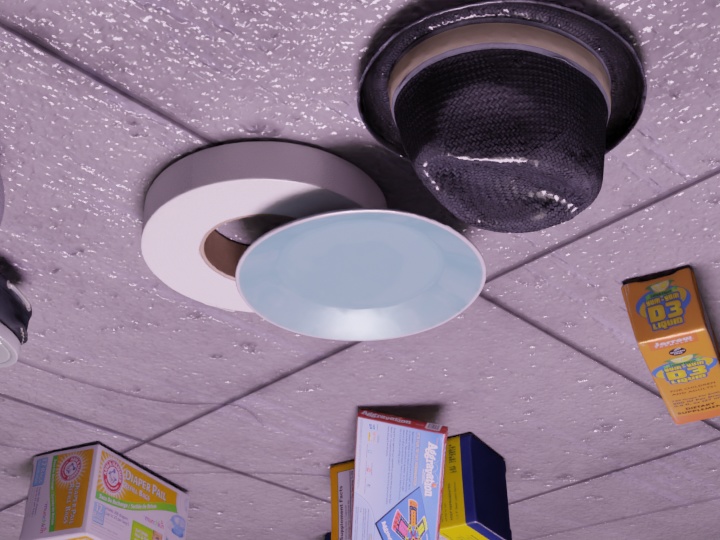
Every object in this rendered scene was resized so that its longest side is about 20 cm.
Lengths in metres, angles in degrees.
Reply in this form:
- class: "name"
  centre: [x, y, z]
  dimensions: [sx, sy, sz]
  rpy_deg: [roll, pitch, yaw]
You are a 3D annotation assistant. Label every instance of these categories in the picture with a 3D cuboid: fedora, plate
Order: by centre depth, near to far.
- class: "fedora"
  centre: [0.096, -0.087, 0.723]
  dimensions: [0.197, 0.093, 0.201]
  rpy_deg: [-1, 149, -1]
- class: "plate"
  centre: [0.000, 0.000, 0.861]
  dimensions: [0.197, 0.026, 0.201]
  rpy_deg: [-2, 149, -1]

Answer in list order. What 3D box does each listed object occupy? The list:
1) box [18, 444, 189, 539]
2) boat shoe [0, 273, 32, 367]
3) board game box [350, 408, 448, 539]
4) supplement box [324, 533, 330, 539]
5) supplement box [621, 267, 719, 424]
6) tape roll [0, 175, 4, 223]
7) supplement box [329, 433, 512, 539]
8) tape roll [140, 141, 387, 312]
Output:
- class: "box"
  centre: [-0.309, 0.305, 1.339]
  dimensions: [0.100, 0.114, 0.200]
  rpy_deg: [-13, 147, 22]
- class: "boat shoe"
  centre: [-0.346, -0.001, 0.882]
  dimensions: [0.075, 0.061, 0.201]
  rpy_deg: [-12, 134, 23]
- class: "board game box"
  centre: [0.042, 0.257, 1.229]
  dimensions: [0.102, 0.019, 0.203]
  rpy_deg: [10, 114, 16]
- class: "supplement box"
  centre: [0.070, 0.461, 1.541]
  dimensions: [0.198, 0.135, 0.200]
  rpy_deg: [-23, 125, 32]
- class: "supplement box"
  centre: [0.304, 0.076, 1.030]
  dimensions: [0.066, 0.070, 0.200]
  rpy_deg: [-16, 144, 19]
- class: "tape roll"
  centre: [-0.353, -0.047, 0.752]
  dimensions: [0.197, 0.067, 0.202]
  rpy_deg: [0, 133, 0]
- class: "supplement box"
  centre: [0.071, 0.286, 1.326]
  dimensions: [0.198, 0.110, 0.109]
  rpy_deg: [-17, 145, 25]
- class: "tape roll"
  centre: [-0.075, -0.028, 0.870]
  dimensions: [0.200, 0.037, 0.204]
  rpy_deg: [-1, 150, -1]
